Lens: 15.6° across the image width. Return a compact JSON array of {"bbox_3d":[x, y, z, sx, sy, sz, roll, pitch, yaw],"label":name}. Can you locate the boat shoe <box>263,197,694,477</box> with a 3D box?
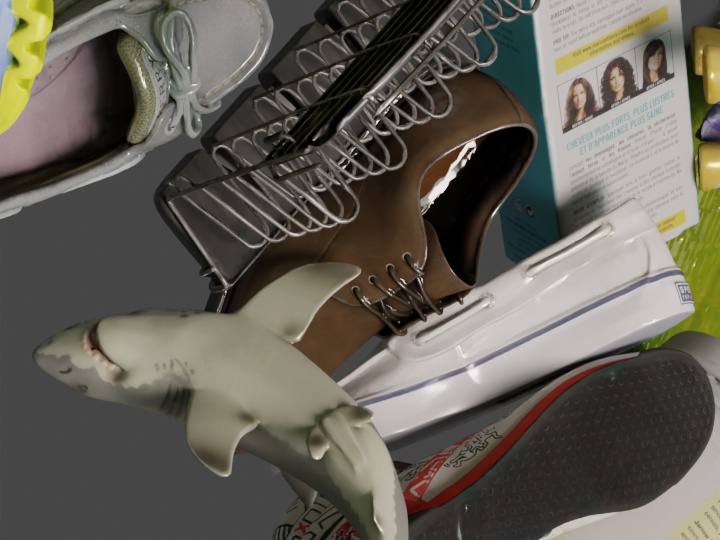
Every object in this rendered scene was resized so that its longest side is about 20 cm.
[{"bbox_3d":[0.043,0.030,1.142,0.200,0.065,0.074,-23,170,2],"label":"boat shoe"}]

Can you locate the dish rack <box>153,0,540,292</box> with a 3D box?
[{"bbox_3d":[0.002,-0.070,0.988,0.055,0.200,0.153,44,71,-13],"label":"dish rack"}]

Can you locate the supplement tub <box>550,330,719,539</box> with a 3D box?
[{"bbox_3d":[0.115,0.136,1.215,0.200,0.145,0.145,-38,130,-18],"label":"supplement tub"}]

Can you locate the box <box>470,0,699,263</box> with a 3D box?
[{"bbox_3d":[0.096,-0.096,1.149,0.082,0.049,0.200,-27,126,-26],"label":"box"}]

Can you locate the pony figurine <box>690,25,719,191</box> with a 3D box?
[{"bbox_3d":[0.249,-0.080,1.162,0.200,0.167,0.193,-5,158,4],"label":"pony figurine"}]

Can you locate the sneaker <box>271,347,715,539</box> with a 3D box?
[{"bbox_3d":[0.052,0.090,1.126,0.201,0.108,0.067,-32,107,-29],"label":"sneaker"}]

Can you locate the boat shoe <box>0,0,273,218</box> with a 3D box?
[{"bbox_3d":[-0.109,-0.062,0.986,0.202,0.065,0.075,-22,125,-34],"label":"boat shoe"}]

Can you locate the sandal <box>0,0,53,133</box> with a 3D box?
[{"bbox_3d":[-0.146,-0.144,0.897,0.087,0.079,0.200,-4,96,-9],"label":"sandal"}]

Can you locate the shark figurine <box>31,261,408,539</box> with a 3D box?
[{"bbox_3d":[-0.022,0.086,1.040,0.128,0.215,0.090,-28,145,-20],"label":"shark figurine"}]

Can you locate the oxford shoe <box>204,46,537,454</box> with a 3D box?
[{"bbox_3d":[0.000,0.000,1.096,0.200,0.084,0.073,-54,138,0],"label":"oxford shoe"}]
